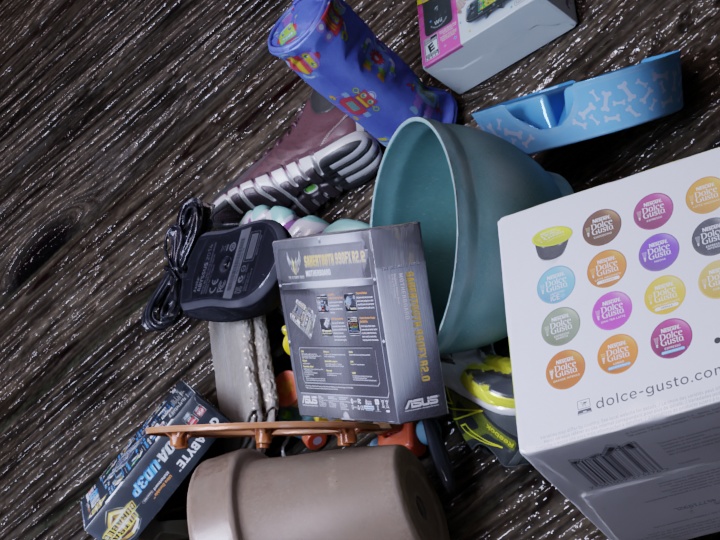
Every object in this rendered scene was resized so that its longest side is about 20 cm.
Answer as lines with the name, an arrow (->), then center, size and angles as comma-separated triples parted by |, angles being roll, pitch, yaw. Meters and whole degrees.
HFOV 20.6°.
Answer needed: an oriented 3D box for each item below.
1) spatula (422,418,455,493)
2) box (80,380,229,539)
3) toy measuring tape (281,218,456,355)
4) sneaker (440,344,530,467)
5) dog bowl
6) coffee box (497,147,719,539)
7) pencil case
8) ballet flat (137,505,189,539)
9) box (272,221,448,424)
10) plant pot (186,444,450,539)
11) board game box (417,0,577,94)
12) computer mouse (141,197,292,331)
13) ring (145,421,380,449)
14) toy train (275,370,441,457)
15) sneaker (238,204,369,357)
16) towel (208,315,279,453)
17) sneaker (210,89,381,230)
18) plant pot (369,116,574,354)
spatula -> 0.044, 0.108, 1.714 | 0.021, 0.057, 0.200 | -26, 56, 0
box -> -0.196, 0.182, 1.867 | 0.159, 0.046, 0.200 | -51, 7, -6
toy measuring tape -> 0.000, 0.000, 1.788 | 0.200, 0.074, 0.074 | -44, 42, 7
sneaker -> 0.094, 0.110, 1.673 | 0.200, 0.074, 0.085 | -148, 49, -67
dog bowl -> 0.189, -0.138, 1.693 | 0.200, 0.111, 0.050 | -14, 96, 42
coffee box -> 0.233, 0.059, 1.426 | 0.199, 0.200, 0.198 | -17, 55, 22
pencil case -> 0.003, -0.184, 1.846 | 0.078, 0.200, 0.087 | -25, 40, 38
ballet flat -> -0.151, 0.241, 1.860 | 0.200, 0.072, 0.068 | -14, 71, 41
box -> -0.003, 0.044, 1.659 | 0.200, 0.048, 0.159 | -6, 93, 64
plant pot -> -0.025, 0.224, 1.668 | 0.174, 0.200, 0.200 | -23, 51, 15
board game box -> 0.123, -0.290, 1.882 | 0.147, 0.064, 0.200 | -28, 49, 33
computer mouse -> -0.115, 0.000, 1.835 | 0.200, 0.053, 0.139 | 0, 66, 51
ring -> -0.083, 0.141, 1.686 | 0.200, 0.200, 0.019 | -8, 80, 44
toy train -> -0.017, 0.129, 1.796 | 0.200, 0.056, 0.150 | -21, 54, 38
sneaker -> -0.065, 0.016, 1.895 | 0.200, 0.078, 0.140 | 8, 73, 49
towel -> -0.111, 0.087, 1.884 | 0.133, 0.034, 0.200 | 111, 154, -51
sneaker -> -0.065, -0.114, 1.985 | 0.200, 0.076, 0.116 | -23, 47, 24
plant pot -> 0.103, -0.026, 1.667 | 0.200, 0.134, 0.201 | -179, 90, -69
